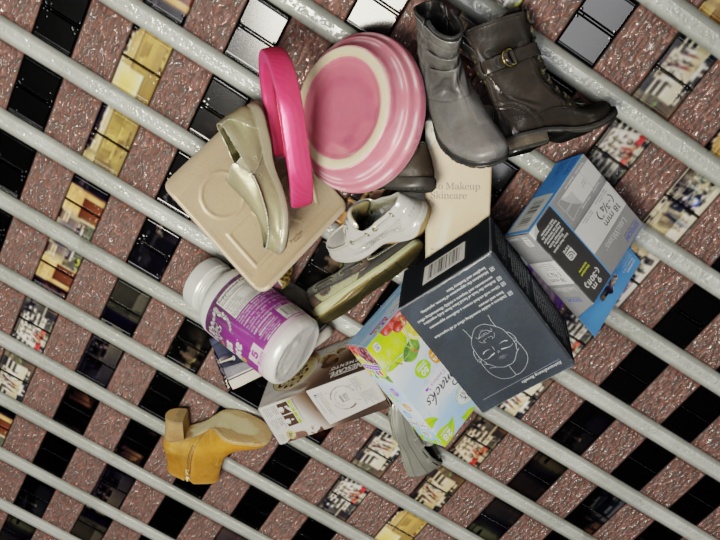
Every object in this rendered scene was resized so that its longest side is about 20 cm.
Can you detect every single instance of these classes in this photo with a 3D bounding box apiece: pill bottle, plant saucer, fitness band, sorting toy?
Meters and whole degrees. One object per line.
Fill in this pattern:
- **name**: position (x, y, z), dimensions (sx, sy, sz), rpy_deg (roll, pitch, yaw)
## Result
- **pill bottle**: position (-0.166, 0.068, 1.098), dimensions (0.199, 0.112, 0.114), rpy_deg (34, 120, 22)
- **plant saucer**: position (-0.011, -0.202, 0.941), dimensions (0.198, 0.050, 0.205), rpy_deg (-1, 88, 37)
- **fitness band**: position (-0.095, -0.180, 0.944), dimensions (0.037, 0.144, 0.204), rpy_deg (-12, 116, -10)
- **sorting toy**: position (-0.142, -0.103, 1.034), dimensions (0.185, 0.036, 0.200), rpy_deg (-46, 105, -17)

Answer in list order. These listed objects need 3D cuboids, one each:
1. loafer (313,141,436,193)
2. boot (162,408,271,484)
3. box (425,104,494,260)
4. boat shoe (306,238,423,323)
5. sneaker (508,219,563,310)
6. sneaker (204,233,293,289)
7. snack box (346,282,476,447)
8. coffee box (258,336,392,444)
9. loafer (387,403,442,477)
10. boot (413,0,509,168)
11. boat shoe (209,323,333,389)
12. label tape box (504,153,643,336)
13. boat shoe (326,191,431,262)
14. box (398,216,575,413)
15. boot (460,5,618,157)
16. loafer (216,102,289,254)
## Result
- **loafer**: position (0.021, -0.145, 0.994), dimensions (0.197, 0.072, 0.073), rpy_deg (10, 95, 37)
- **boot**: position (-0.248, 0.315, 1.293), dimensions (0.197, 0.071, 0.146), rpy_deg (8, 123, 8)
- **box**: position (0.133, -0.116, 1.011), dimensions (0.093, 0.078, 0.204), rpy_deg (0, 116, 9)
- **boat shoe**: position (0.000, 0.000, 1.094), dimensions (0.200, 0.072, 0.067), rpy_deg (-37, 73, 16)
- **sneaker**: position (0.255, 0.015, 1.065), dimensions (0.087, 0.081, 0.204), rpy_deg (-4, 118, 0)
- **sneaker**: position (-0.176, -0.055, 1.095), dimensions (0.089, 0.075, 0.202), rpy_deg (-22, 105, 25)
- **snack box**: position (0.103, 0.124, 1.090), dimensions (0.201, 0.169, 0.067), rpy_deg (51, 157, -19)
- **coffee box**: position (-0.049, 0.182, 1.166), dimensions (0.197, 0.114, 0.081), rpy_deg (-22, 112, 18)
- **loafer**: position (0.088, 0.259, 1.203), dimensions (0.068, 0.071, 0.202), rpy_deg (-15, 132, 5)
- **boot**: position (0.110, -0.222, 0.876), dimensions (0.069, 0.201, 0.133), rpy_deg (-23, 141, -14)
- **boat shoe**: position (-0.146, 0.106, 1.169), dimensions (0.197, 0.075, 0.094), rpy_deg (-27, 94, 8)
- **label tape box**: position (0.307, -0.031, 0.994), dimensions (0.200, 0.063, 0.145), rpy_deg (44, 71, -14)
- **boat shoe**: position (0.009, -0.068, 1.024), dimensions (0.069, 0.072, 0.198), rpy_deg (34, 146, -29)
- **box**: position (0.168, 0.061, 0.990), dimensions (0.147, 0.108, 0.201), rpy_deg (-32, 109, 23)
- **boot**: position (0.224, -0.246, 0.929), dimensions (0.197, 0.069, 0.177), rpy_deg (-17, 91, -23)
- **loafer**: position (-0.142, -0.117, 0.978), dimensions (0.067, 0.076, 0.204), rpy_deg (-13, 85, -16)
